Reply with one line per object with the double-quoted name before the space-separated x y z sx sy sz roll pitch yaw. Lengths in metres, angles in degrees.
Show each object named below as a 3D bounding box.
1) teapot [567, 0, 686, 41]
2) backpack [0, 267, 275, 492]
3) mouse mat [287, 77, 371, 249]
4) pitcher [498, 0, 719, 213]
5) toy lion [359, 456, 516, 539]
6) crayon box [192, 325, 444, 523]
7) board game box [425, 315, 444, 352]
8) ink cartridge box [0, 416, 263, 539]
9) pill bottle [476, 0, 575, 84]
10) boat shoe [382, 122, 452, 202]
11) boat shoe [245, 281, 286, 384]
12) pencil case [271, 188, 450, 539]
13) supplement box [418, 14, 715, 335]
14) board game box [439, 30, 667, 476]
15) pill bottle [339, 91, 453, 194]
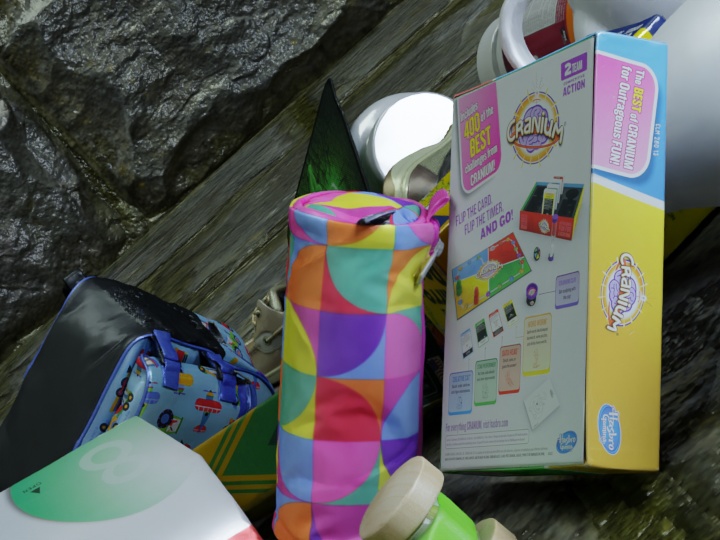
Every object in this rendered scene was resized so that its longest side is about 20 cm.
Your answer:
"teapot" 0.238 -0.191 1.192 0.196 0.147 0.200 -10 -32 -36
"backpack" -0.138 0.116 1.256 0.134 0.200 0.183 33 96 39
"mouse mat" -0.023 -0.028 1.373 0.201 0.007 0.162 -109 28 -48
"pitcher" 0.180 -0.109 0.961 0.199 0.172 0.121 -27 -1 27
"toy lion" -0.010 0.195 0.800 0.192 0.069 0.200 -48 10 10
"crayon box" -0.047 0.110 1.122 0.200 0.051 0.127 -35 -9 22
"board game box" 0.092 -0.020 1.275 0.200 0.045 0.135 -41 11 4
"ink cartridge box" -0.132 0.160 0.973 0.160 0.050 0.200 -28 28 -27
"pill bottle" 0.172 -0.177 1.427 0.110 0.110 0.200 -46 11 -19
"boat shoe" 0.087 -0.070 1.213 0.064 0.074 0.200 -1 27 33
"boat shoe" -0.053 0.037 1.503 0.200 0.065 0.072 -32 15 42
"pencil case" -0.002 0.054 0.981 0.088 0.088 0.201 -100 14 -77
"supplement box" 0.122 -0.041 1.086 0.200 0.110 0.109 -45 11 -12
"board game box" 0.092 -0.001 0.901 0.153 0.040 0.201 165 109 -66
"pill bottle" 0.034 -0.073 1.413 0.111 0.111 0.200 -44 -1 -11
